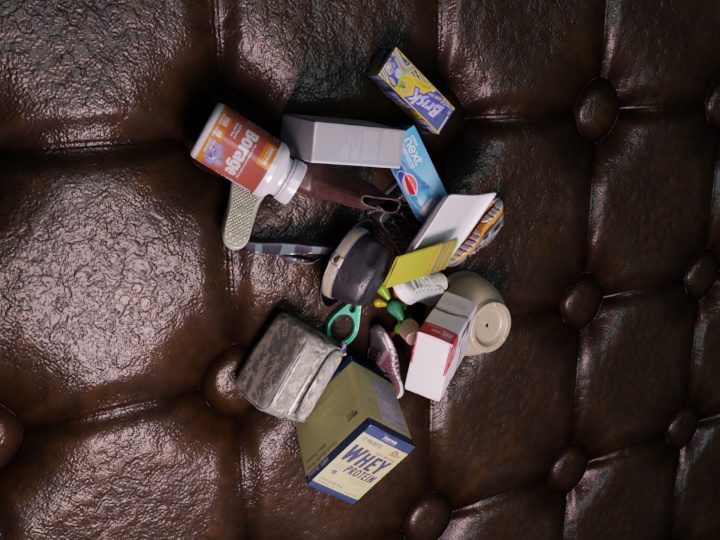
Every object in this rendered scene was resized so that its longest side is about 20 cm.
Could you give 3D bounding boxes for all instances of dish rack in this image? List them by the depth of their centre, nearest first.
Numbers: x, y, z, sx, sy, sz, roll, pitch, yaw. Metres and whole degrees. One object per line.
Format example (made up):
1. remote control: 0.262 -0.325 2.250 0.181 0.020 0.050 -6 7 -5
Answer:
1. dish rack: 0.118 -0.099 1.665 0.153 0.054 0.201 -43 123 -11

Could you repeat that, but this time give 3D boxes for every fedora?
1. fedora: 0.000 0.000 1.552 0.201 0.091 0.202 -50 158 -28

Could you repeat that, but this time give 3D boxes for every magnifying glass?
1. magnifying glass: -0.014 0.076 1.655 0.079 0.022 0.202 29 88 -33

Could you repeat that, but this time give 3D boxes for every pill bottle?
1. pill bottle: -0.202 -0.209 1.380 0.198 0.112 0.113 30 88 -16

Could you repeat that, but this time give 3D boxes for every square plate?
1. square plate: 0.182 -0.092 1.596 0.199 0.028 0.199 -10 139 -51

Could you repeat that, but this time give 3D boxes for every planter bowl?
1. planter bowl: 0.268 0.115 1.765 0.197 0.134 0.204 -9 109 -27

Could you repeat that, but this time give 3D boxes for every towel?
1. towel: 0.129 -0.019 1.583 0.198 0.018 0.087 -17 140 -43

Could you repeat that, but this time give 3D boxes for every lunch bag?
1. lunch bag: -0.132 0.208 1.562 0.167 0.139 0.202 34 86 -48

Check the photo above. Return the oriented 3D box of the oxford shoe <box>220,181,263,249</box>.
1. oxford shoe: -0.225 -0.136 1.454 0.074 0.058 0.203 18 80 -15

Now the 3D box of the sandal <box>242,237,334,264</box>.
1. sandal: -0.144 -0.038 1.520 0.197 0.076 0.044 3 101 -20

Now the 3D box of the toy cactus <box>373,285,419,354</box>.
1. toy cactus: 0.091 0.115 1.653 0.101 0.165 0.202 -25 112 1

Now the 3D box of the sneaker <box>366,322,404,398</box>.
1. sneaker: 0.028 0.225 1.693 0.114 0.075 0.203 -24 116 -19

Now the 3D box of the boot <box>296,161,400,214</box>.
1. boot: -0.036 -0.164 1.487 0.197 0.166 0.074 11 99 -32

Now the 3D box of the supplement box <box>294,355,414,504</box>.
1. supplement box: -0.019 0.336 1.584 0.133 0.201 0.200 32 112 -32

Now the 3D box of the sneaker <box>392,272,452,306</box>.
1. sneaker: 0.138 0.027 1.655 0.084 0.074 0.199 -36 159 23

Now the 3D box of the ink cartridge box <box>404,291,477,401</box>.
1. ink cartridge box: 0.176 0.159 1.612 0.200 0.082 0.149 -46 150 -56

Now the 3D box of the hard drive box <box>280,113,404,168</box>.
1. hard drive box: -0.038 -0.255 1.467 0.197 0.155 0.078 0 106 -29

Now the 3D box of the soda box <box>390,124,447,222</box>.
1. soda box: 0.116 -0.200 1.569 0.067 0.064 0.202 -36 113 -15

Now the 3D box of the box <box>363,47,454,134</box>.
1. box: 0.105 -0.375 1.570 0.199 0.064 0.071 37 85 -33

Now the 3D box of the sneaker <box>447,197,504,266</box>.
1. sneaker: 0.268 -0.077 1.748 0.200 0.078 0.077 -43 141 -5
